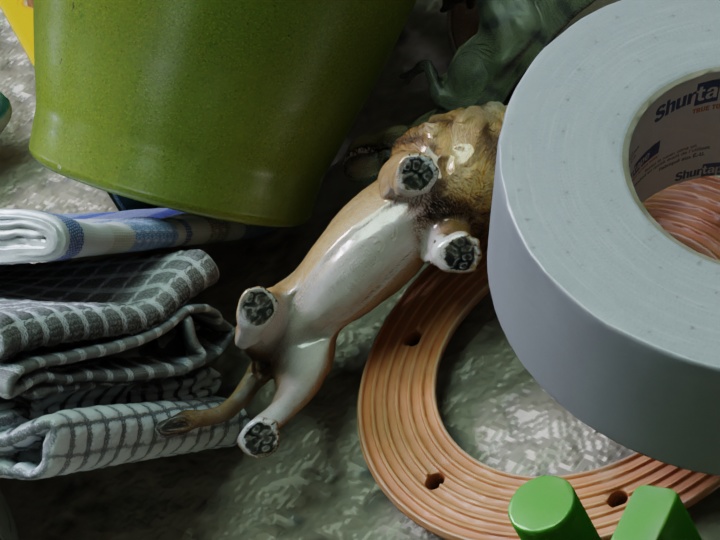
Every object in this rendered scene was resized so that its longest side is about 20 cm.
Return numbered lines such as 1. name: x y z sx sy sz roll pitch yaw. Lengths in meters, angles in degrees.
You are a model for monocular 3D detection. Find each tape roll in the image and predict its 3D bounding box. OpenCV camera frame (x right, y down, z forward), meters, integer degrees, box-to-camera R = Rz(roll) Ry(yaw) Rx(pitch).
1. tape roll: 0.150 -0.019 1.022 0.200 0.066 0.200 0 51 -1

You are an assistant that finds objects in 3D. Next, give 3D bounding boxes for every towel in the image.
1. towel: -0.168 0.039 1.120 0.200 0.166 0.086 -2 92 30
2. towel: -0.141 -0.017 1.177 0.147 0.200 0.024 -3 92 26

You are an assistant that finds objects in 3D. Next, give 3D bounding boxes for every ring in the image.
1. ring: 0.093 0.037 1.090 0.200 0.019 0.201 -16 43 15

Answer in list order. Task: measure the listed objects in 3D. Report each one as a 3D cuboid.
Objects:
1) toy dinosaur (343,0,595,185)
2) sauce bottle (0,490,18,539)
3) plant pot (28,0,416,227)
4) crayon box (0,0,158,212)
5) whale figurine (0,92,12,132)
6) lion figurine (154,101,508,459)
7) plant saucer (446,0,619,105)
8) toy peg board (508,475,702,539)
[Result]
1. toy dinosaur: 0.064 -0.117 1.170 0.200 0.047 0.088 -45 44 27
2. sauce bottle: -0.243 0.144 1.144 0.200 0.065 0.065 -24 41 4
3. plant pot: -0.061 -0.126 1.172 0.200 0.200 0.193 21 100 42
4. crayon box: -0.104 -0.123 1.341 0.127 0.051 0.200 -32 40 -3
5. whale figurine: -0.267 -0.040 1.312 0.200 0.104 0.159 -45 43 -18
6. lion figurine: 0.000 0.000 1.112 0.200 0.073 0.122 -34 6 5
7. plant saucer: 0.138 -0.133 1.226 0.200 0.032 0.200 -16 43 16
8. toy peg board: 0.109 0.164 0.893 0.200 0.098 0.199 3 50 33
